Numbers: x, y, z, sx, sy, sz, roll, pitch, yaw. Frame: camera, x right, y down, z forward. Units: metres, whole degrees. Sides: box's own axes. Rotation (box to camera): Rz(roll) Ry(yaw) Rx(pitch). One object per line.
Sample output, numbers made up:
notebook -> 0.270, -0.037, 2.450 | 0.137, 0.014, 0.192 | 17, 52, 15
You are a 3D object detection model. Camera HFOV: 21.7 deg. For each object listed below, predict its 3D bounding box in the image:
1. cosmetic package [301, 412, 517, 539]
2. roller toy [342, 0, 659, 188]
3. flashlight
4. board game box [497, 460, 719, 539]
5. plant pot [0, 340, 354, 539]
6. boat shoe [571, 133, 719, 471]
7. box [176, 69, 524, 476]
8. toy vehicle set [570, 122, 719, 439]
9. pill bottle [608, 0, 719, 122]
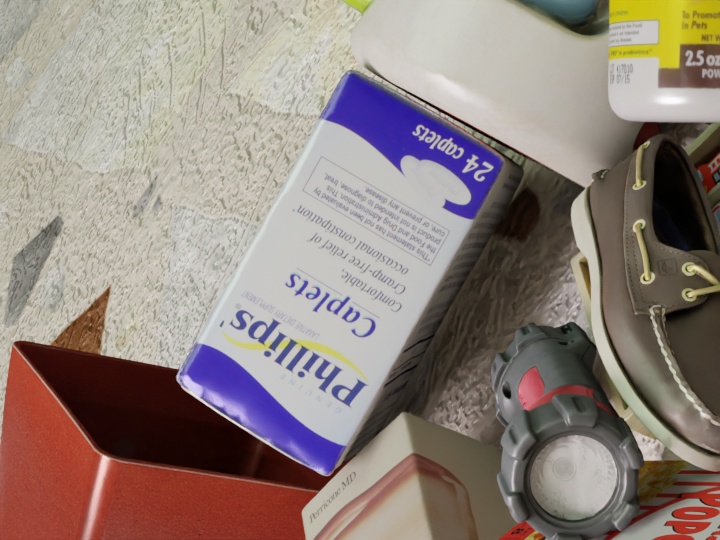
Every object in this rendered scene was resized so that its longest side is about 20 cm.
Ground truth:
cosmetic package -> 0.040, 0.187, 0.984 | 0.103, 0.087, 0.201 | -48, 33, 28
roller toy -> 0.101, -0.138, 1.047 | 0.182, 0.200, 0.140 | 34, 97, 49
flashlight -> 0.094, 0.077, 0.931 | 0.200, 0.067, 0.068 | -101, 12, -80
board game box -> 0.134, 0.140, 0.835 | 0.151, 0.046, 0.200 | -32, 14, -34
plant pot -> -0.121, 0.172, 1.163 | 0.200, 0.199, 0.177 | 36, 111, 59
boat shoe -> 0.153, 0.010, 0.911 | 0.060, 0.072, 0.200 | -49, 28, 29
box -> 0.000, 0.000, 1.091 | 0.201, 0.105, 0.184 | -61, -7, 5
toy vehicle set -> 0.195, -0.021, 0.963 | 0.200, 0.026, 0.125 | -46, 35, 28
pill bottle -> 0.175, -0.172, 0.909 | 0.109, 0.109, 0.201 | 7, 98, 58
